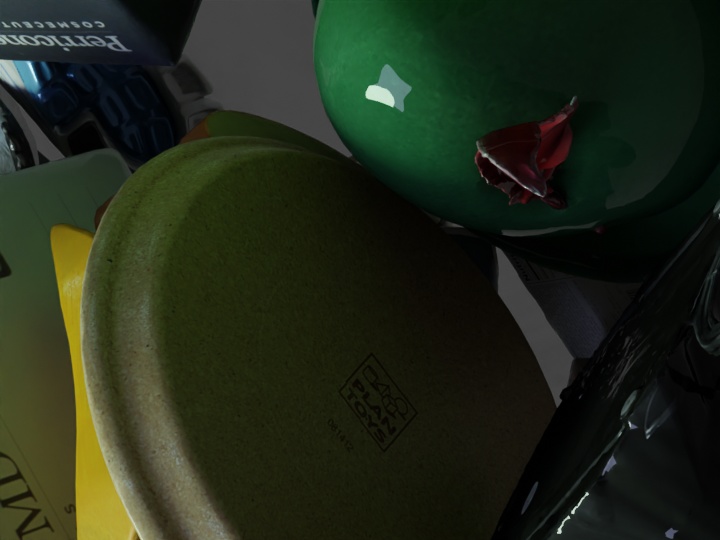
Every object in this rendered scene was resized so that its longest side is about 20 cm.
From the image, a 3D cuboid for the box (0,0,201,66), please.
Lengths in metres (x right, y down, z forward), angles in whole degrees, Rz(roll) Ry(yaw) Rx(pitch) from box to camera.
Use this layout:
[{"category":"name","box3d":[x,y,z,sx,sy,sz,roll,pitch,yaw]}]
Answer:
[{"category":"box","box3d":[-0.161,-0.159,0.838,0.196,0.118,0.200,4,156,31]}]

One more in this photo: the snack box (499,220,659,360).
[{"category":"snack box","box3d":[0.041,-0.057,0.886,0.200,0.024,0.072,56,154,-12]}]

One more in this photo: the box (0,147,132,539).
[{"category":"box","box3d":[-0.120,0.104,0.886,0.200,0.130,0.199,-44,72,42]}]

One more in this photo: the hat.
[{"category":"hat","box3d":[0.008,-0.034,0.764,0.165,0.176,0.201,30,138,19]}]

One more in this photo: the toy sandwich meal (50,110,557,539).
[{"category":"toy sandwich meal","box3d":[-0.019,0.047,0.816,0.070,0.205,0.205,-33,97,37]}]

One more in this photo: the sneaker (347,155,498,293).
[{"category":"sneaker","box3d":[0.000,0.000,0.991,0.200,0.067,0.090,-140,58,-64]}]

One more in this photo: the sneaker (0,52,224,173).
[{"category":"sneaker","box3d":[-0.123,-0.108,1.032,0.087,0.075,0.201,26,144,57]}]

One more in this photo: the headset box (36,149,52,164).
[{"category":"headset box","box3d":[-0.146,0.042,1.236,0.174,0.093,0.200,41,152,17]}]

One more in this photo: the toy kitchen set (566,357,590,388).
[{"category":"toy kitchen set","box3d":[0.126,0.127,0.945,0.163,0.179,0.201,-123,41,-65]}]

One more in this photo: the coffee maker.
[{"category":"coffee maker","box3d":[0.147,0.082,0.724,0.199,0.135,0.192,30,164,-2]}]

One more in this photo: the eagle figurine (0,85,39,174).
[{"category":"eagle figurine","box3d":[-0.130,0.005,1.060,0.199,0.151,0.152,12,112,37]}]
